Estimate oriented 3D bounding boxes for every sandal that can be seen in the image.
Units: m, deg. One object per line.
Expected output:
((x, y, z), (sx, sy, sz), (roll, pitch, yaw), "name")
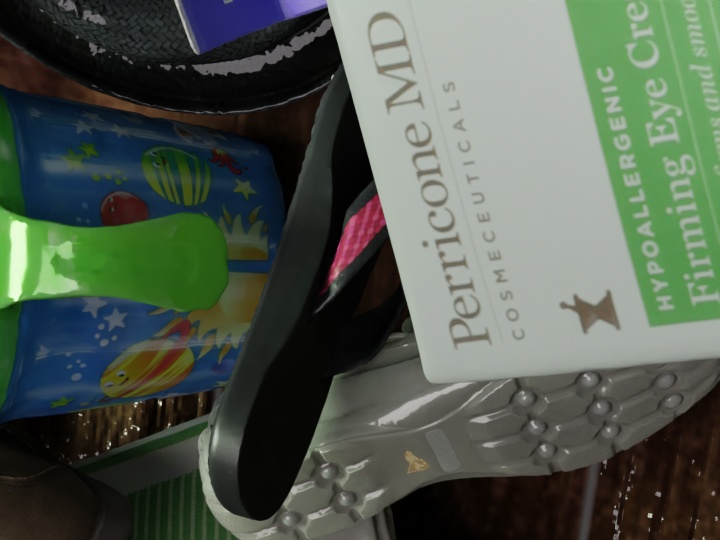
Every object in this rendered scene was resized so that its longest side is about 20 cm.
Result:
((0.000, 0.000, 0.871), (0.045, 0.201, 0.075), (6, 149, 22), "sandal")

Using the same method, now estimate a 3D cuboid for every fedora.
((-0.075, -0.135, 0.869), (0.199, 0.092, 0.202), (2, 111, 5), "fedora")

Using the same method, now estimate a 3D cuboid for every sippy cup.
((-0.100, -0.005, 0.929), (0.178, 0.130, 0.140), (-115, 33, -49), "sippy cup")

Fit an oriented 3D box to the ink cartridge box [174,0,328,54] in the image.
((-0.021, -0.187, 0.792), (0.043, 0.200, 0.199), (-16, 99, 34), "ink cartridge box")

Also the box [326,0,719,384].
((0.108, -0.095, 0.751), (0.171, 0.200, 0.200), (-8, 104, 33), "box")

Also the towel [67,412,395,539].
((-0.051, 0.138, 0.920), (0.152, 0.201, 0.023), (-19, 139, 5), "towel")

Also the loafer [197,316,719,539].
((0.034, 0.042, 0.904), (0.199, 0.070, 0.070), (-15, 133, 7), "loafer")

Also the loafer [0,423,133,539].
((-0.160, 0.083, 0.956), (0.071, 0.073, 0.200), (32, 164, -31), "loafer")
